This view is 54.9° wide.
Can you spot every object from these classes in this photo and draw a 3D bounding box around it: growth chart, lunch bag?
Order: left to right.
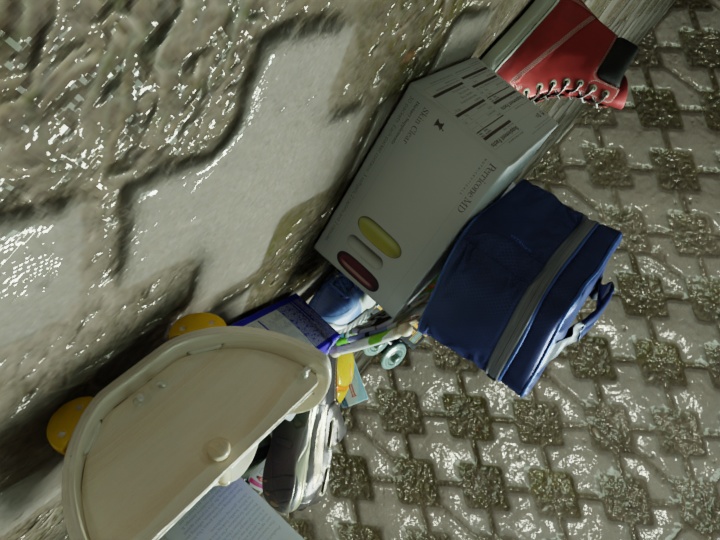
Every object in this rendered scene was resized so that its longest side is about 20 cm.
[{"bbox_3d":[0.050,0.037,0.752,0.144,0.018,0.200,-24,-171,43],"label":"growth chart"},{"bbox_3d":[0.163,0.014,0.654,0.200,0.132,0.137,-36,154,-48],"label":"lunch bag"}]

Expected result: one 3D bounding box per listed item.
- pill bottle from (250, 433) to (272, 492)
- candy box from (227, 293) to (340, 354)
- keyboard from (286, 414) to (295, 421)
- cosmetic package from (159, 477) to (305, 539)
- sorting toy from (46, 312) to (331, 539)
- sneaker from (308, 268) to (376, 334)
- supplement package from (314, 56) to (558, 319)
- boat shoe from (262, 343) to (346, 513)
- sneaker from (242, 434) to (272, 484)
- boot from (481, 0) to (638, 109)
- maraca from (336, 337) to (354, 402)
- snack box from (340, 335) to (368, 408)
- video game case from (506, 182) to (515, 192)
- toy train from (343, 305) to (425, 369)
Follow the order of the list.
[{"bbox_3d":[-0.125,0.275,1.186,0.201,0.113,0.113,-54,170,25],"label":"pill bottle"},{"bbox_3d":[-0.122,0.125,0.683,0.170,0.077,0.200,-54,170,20],"label":"candy box"},{"bbox_3d":[-0.065,0.112,0.654,0.057,0.011,0.200,-57,171,-13],"label":"keyboard"},{"bbox_3d":[-0.156,0.272,0.726,0.101,0.200,0.071,-40,168,-42],"label":"cosmetic package"},{"bbox_3d":[-0.130,0.146,0.503,0.200,0.106,0.181,-40,155,-37],"label":"sorting toy"},{"bbox_3d":[0.000,0.000,0.849,0.200,0.075,0.078,-44,147,-31],"label":"sneaker"},{"bbox_3d":[0.072,-0.082,0.676,0.156,0.111,0.201,-39,166,-52],"label":"supplement package"},{"bbox_3d":[-0.058,0.175,0.802,0.073,0.074,0.202,17,85,-44],"label":"boat shoe"},{"bbox_3d":[-0.166,0.277,0.834,0.199,0.115,0.076,-37,161,19],"label":"sneaker"},{"bbox_3d":[0.199,-0.191,0.744,0.200,0.144,0.072,-48,173,1],"label":"boot"},{"bbox_3d":[-0.089,0.152,0.879,0.199,0.107,0.138,-35,158,-18],"label":"maraca"},{"bbox_3d":[-0.031,0.166,1.145,0.037,0.117,0.200,-19,170,-8],"label":"snack box"},{"bbox_3d":[0.174,-0.061,0.877,0.045,0.182,0.199,-42,159,27],"label":"video game case"},{"bbox_3d":[0.030,0.060,0.981,0.114,0.085,0.200,-46,140,0],"label":"toy train"}]
